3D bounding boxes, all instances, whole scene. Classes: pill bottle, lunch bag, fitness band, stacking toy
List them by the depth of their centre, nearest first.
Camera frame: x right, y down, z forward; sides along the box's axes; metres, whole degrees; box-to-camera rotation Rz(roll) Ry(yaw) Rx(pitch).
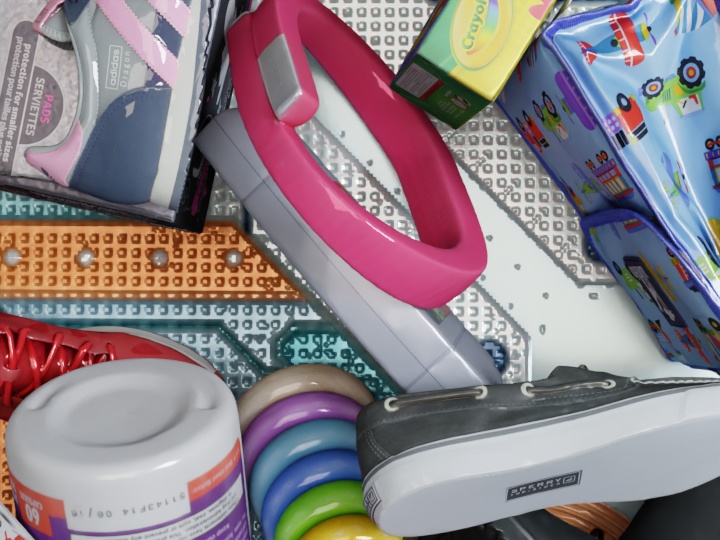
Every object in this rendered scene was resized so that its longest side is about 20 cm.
[{"bbox_3d":[-0.008,0.134,0.733,0.085,0.200,0.086,-8,124,-12],"label":"stacking toy"},{"bbox_3d":[-0.001,-0.062,0.746,0.037,0.200,0.143,-39,124,19],"label":"fitness band"},{"bbox_3d":[-0.107,0.155,0.756,0.111,0.112,0.201,-3,114,1],"label":"pill bottle"},{"bbox_3d":[0.156,-0.033,0.757,0.094,0.151,0.201,-25,88,-6],"label":"lunch bag"}]

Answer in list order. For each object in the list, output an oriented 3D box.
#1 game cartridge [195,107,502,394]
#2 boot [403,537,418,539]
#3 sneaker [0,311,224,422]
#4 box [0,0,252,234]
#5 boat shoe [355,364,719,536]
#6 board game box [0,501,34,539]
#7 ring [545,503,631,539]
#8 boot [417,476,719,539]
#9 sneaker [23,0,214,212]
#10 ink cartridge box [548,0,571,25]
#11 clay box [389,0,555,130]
[{"bbox_3d":[0.000,0.000,0.771,0.041,0.133,0.200,-41,88,10],"label":"game cartridge"},{"bbox_3d":[0.034,0.246,0.782,0.155,0.077,0.200,35,82,-1],"label":"boot"},{"bbox_3d":[-0.171,0.058,0.783,0.199,0.116,0.079,9,88,2],"label":"sneaker"},{"bbox_3d":[-0.129,-0.132,0.788,0.131,0.115,0.201,12,88,2],"label":"box"},{"bbox_3d":[0.094,0.071,0.694,0.199,0.069,0.057,-8,54,-13],"label":"boat shoe"},{"bbox_3d":[-0.168,0.209,0.737,0.035,0.201,0.126,-26,55,-39],"label":"board game box"},{"bbox_3d":[0.084,0.213,0.820,0.199,0.019,0.202,0,87,2],"label":"ring"},{"bbox_3d":[0.138,0.138,0.761,0.198,0.073,0.162,46,54,7],"label":"boot"},{"bbox_3d":[-0.106,-0.131,0.694,0.081,0.070,0.201,7,89,-6],"label":"sneaker"},{"bbox_3d":[0.166,-0.191,0.767,0.048,0.146,0.201,32,89,0],"label":"ink cartridge box"},{"bbox_3d":[0.089,-0.170,0.746,0.047,0.115,0.201,31,86,-4],"label":"clay box"}]
